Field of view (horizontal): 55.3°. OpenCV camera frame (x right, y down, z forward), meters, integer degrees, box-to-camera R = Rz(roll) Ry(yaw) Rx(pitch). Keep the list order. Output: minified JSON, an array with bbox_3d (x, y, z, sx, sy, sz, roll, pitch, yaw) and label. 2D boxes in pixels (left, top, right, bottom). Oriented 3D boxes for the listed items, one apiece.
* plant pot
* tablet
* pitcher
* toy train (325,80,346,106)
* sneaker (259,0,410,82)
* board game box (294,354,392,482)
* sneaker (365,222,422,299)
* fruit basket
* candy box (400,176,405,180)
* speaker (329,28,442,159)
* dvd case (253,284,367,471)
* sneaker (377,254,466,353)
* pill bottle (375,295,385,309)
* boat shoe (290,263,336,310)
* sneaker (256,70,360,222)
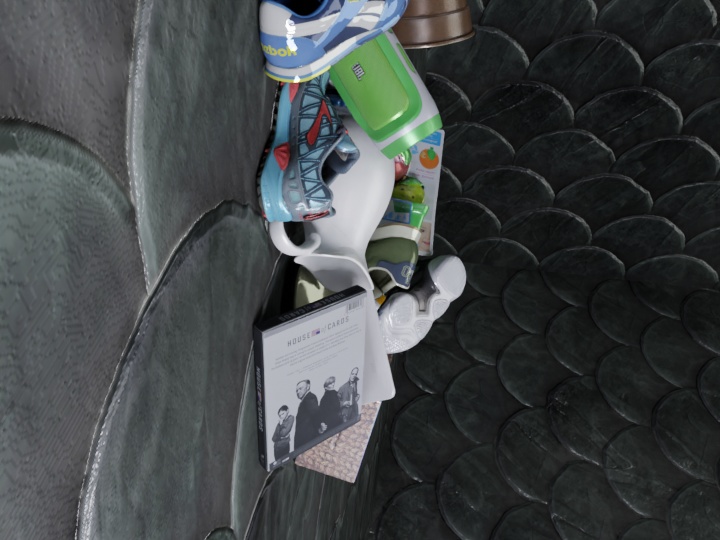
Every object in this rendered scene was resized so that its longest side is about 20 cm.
[{"bbox_3d":[0.106,-0.527,1.251,0.200,0.200,0.199,-71,158,-59],"label":"plant pot"},{"bbox_3d":[-0.015,0.079,0.919,0.130,0.014,0.200,-27,-108,53],"label":"tablet"},{"bbox_3d":[-0.036,-0.093,0.825,0.172,0.121,0.200,32,61,-52],"label":"pitcher"},{"bbox_3d":[0.011,-0.273,0.970,0.200,0.114,0.087,-59,154,-72],"label":"toy train"},{"bbox_3d":[-0.020,-0.266,0.674,0.200,0.074,0.082,-45,142,-25],"label":"sneaker"},{"bbox_3d":[-0.019,0.200,1.095,0.200,0.097,0.160,-68,175,-64],"label":"board game box"},{"bbox_3d":[0.000,0.000,0.944,0.067,0.200,0.090,20,66,-39],"label":"sneaker"},{"bbox_3d":[0.031,-0.132,0.996,0.094,0.185,0.200,166,-65,-75],"label":"fruit basket"},{"bbox_3d":[0.028,-0.213,1.146,0.200,0.116,0.057,-73,167,-53],"label":"candy box"},{"bbox_3d":[0.012,-0.231,0.785,0.200,0.088,0.088,58,15,-7],"label":"speaker"},{"bbox_3d":[-0.057,0.128,0.819,0.150,0.025,0.200,-21,125,-36],"label":"dvd case"},{"bbox_3d":[0.056,0.047,0.985,0.200,0.114,0.076,-39,114,-30],"label":"sneaker"},{"bbox_3d":[-0.010,0.024,1.082,0.109,0.109,0.200,86,12,-53],"label":"pill bottle"},{"bbox_3d":[-0.067,0.078,0.905,0.074,0.063,0.202,-20,113,-37],"label":"boat shoe"},{"bbox_3d":[-0.045,-0.136,0.741,0.079,0.095,0.200,79,19,-67],"label":"sneaker"}]
